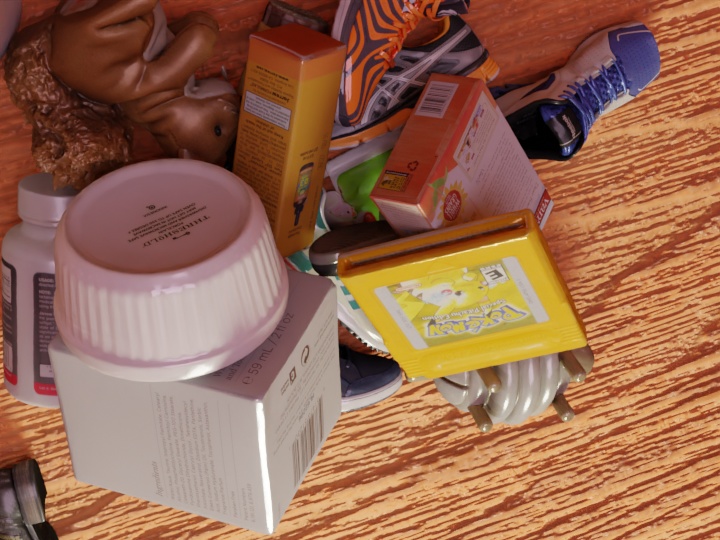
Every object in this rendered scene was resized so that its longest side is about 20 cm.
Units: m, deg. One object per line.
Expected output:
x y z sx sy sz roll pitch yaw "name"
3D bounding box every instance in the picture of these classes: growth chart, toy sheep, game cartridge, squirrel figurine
0.051 -0.051 1.440 0.145 0.018 0.200 -35 113 6 "growth chart"
0.140 0.092 1.452 0.199 0.138 0.138 -1 111 -21 "toy sheep"
0.095 0.029 1.304 0.176 0.033 0.200 -13 143 16 "game cartridge"
-0.204 -0.155 1.291 0.200 0.142 0.187 -34 121 2 "squirrel figurine"

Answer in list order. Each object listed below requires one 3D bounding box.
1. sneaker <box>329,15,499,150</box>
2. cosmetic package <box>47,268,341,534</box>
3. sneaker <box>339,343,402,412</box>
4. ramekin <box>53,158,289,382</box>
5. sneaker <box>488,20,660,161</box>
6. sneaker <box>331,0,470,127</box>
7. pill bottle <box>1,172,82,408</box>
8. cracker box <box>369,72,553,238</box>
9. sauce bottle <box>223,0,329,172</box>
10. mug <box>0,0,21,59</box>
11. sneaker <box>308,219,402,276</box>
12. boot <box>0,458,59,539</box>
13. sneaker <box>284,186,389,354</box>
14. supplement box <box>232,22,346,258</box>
0.027 -0.171 1.367 0.200 0.078 0.077 -28 100 -5 "sneaker"
-0.139 0.099 1.292 0.199 0.168 0.167 12 131 17 "cosmetic package"
-0.053 0.060 1.428 0.202 0.077 0.147 -1 113 -11 "sneaker"
-0.161 -0.010 1.211 0.202 0.203 0.094 -11 130 -8 "ramekin"
0.202 -0.153 1.383 0.199 0.115 0.081 -27 114 -2 "sneaker"
0.037 -0.220 1.302 0.112 0.078 0.201 11 88 7 "sneaker"
-0.272 0.016 1.344 0.110 0.111 0.201 0 111 -12 "pill bottle"
0.096 -0.063 1.322 0.134 0.058 0.200 -63 142 -20 "cracker box"
-0.089 -0.145 1.351 0.065 0.065 0.201 16 108 -17 "sauce bottle"
-0.372 -0.221 1.211 0.149 0.153 0.186 -46 112 7 "mug"
0.035 0.008 1.357 0.200 0.075 0.107 -14 105 -45 "sneaker"
-0.390 0.277 1.447 0.173 0.069 0.201 -10 105 -6 "boot"
0.000 0.000 1.408 0.093 0.070 0.200 -45 115 11 "sneaker"
-0.068 -0.109 1.286 0.066 0.069 0.201 -26 133 -50 "supplement box"
